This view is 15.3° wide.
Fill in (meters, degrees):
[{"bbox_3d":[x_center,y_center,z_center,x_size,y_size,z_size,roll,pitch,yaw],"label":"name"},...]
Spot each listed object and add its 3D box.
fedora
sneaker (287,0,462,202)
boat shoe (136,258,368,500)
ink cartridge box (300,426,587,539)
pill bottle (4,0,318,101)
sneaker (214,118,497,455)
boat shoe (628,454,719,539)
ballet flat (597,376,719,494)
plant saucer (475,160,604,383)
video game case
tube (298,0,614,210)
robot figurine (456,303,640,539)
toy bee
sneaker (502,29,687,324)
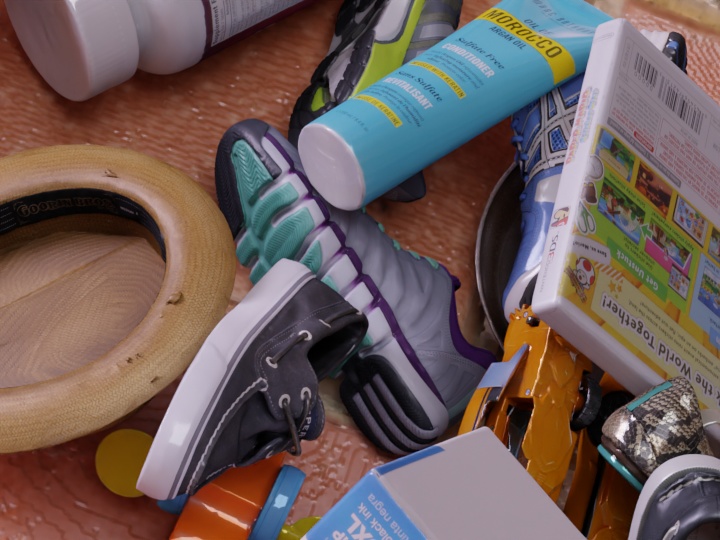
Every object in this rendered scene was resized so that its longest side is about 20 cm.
[{"bbox_3d":[-0.154,0.029,1.353,0.200,0.082,0.201,-7,52,8],"label":"fedora"},{"bbox_3d":[0.027,-0.117,1.505,0.081,0.074,0.200,43,52,-22],"label":"sneaker"},{"bbox_3d":[-0.046,0.060,1.309,0.066,0.070,0.200,27,27,6],"label":"boat shoe"},{"bbox_3d":[-0.006,0.175,1.246,0.084,0.200,0.145,49,21,13],"label":"ink cartridge box"},{"bbox_3d":[-0.090,-0.174,1.470,0.200,0.110,0.110,-29,75,-25],"label":"pill bottle"},{"bbox_3d":[0.000,0.000,1.440,0.087,0.074,0.200,-27,84,-37],"label":"sneaker"},{"bbox_3d":[0.155,0.191,1.316,0.075,0.200,0.060,-2,22,-5],"label":"boat shoe"},{"bbox_3d":[0.199,0.131,1.367,0.075,0.068,0.200,-39,116,-2],"label":"ballet flat"},{"bbox_3d":[0.156,0.011,1.489,0.200,0.032,0.201,6,64,-12],"label":"plant saucer"},{"bbox_3d":[0.175,-0.005,1.413,0.200,0.023,0.182,38,52,-33],"label":"video game case"},{"bbox_3d":[0.055,-0.098,1.430,0.200,0.050,0.077,-33,58,-32],"label":"tube"},{"bbox_3d":[0.095,0.127,1.370,0.145,0.058,0.200,28,73,-32],"label":"robot figurine"},{"bbox_3d":[-0.083,0.129,1.341,0.131,0.109,0.200,38,37,16],"label":"toy bee"},{"bbox_3d":[0.114,-0.050,1.460,0.077,0.076,0.200,15,59,18],"label":"sneaker"}]
